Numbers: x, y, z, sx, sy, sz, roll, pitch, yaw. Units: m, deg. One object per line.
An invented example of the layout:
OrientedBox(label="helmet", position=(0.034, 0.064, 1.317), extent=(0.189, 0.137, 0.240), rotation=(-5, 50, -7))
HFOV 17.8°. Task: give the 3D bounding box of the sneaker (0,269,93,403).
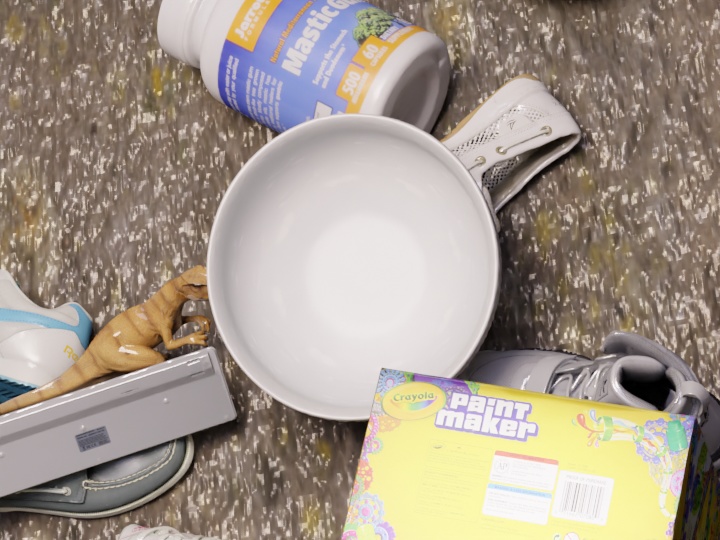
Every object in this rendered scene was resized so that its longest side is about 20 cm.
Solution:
OrientedBox(label="sneaker", position=(-0.288, 0.037, 1.669), extent=(0.198, 0.077, 0.081), rotation=(19, 67, 14))

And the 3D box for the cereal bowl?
OrientedBox(label="cereal bowl", position=(0.000, 0.000, 1.534), extent=(0.198, 0.083, 0.202), rotation=(-1, 86, 9))

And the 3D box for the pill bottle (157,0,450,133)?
OrientedBox(label="pill bottle", position=(-0.045, -0.154, 1.651), extent=(0.199, 0.112, 0.113), rotation=(27, 78, 22))

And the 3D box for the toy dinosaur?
OrientedBox(label="toy dinosaur", position=(-0.168, 0.059, 1.600), extent=(0.199, 0.106, 0.061), rotation=(-36, 43, 13))

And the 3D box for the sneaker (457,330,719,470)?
OrientedBox(label="sneaker", position=(0.145, 0.078, 1.508), extent=(0.198, 0.115, 0.076), rotation=(11, 72, 19))

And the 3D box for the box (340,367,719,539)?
OrientedBox(label="box", position=(0.113, 0.160, 1.443), extent=(0.198, 0.193, 0.123), rotation=(8, 72, 17))

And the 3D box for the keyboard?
OrientedBox(label="keyboard", position=(-0.186, 0.108, 1.578), extent=(0.198, 0.057, 0.011), rotation=(-18, 25, -3))

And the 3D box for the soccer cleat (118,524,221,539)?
OrientedBox(label="soccer cleat", position=(-0.119, 0.203, 1.556), extent=(0.198, 0.070, 0.087), rotation=(-17, 66, 8))

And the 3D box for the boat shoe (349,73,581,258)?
OrientedBox(label="boat shoe", position=(0.070, -0.050, 1.602), extent=(0.200, 0.071, 0.069), rotation=(-43, 63, -5))

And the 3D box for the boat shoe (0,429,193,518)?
OrientedBox(label="boat shoe", position=(-0.217, 0.132, 1.613), extent=(0.198, 0.062, 0.073), rotation=(-6, 66, 12))
